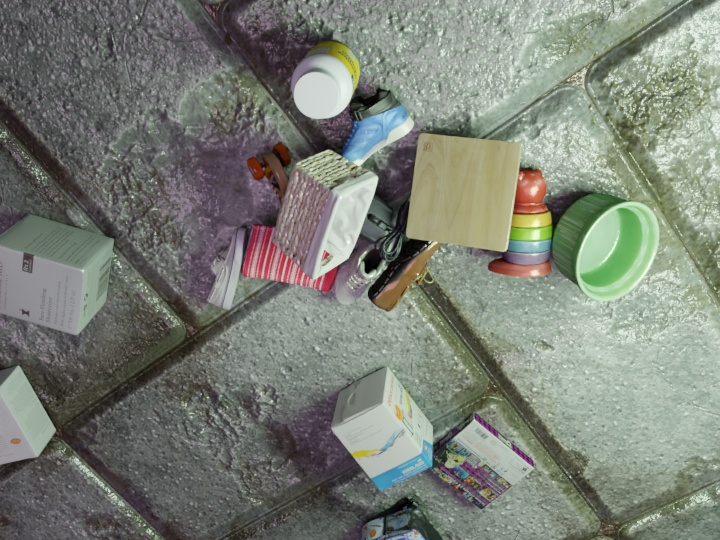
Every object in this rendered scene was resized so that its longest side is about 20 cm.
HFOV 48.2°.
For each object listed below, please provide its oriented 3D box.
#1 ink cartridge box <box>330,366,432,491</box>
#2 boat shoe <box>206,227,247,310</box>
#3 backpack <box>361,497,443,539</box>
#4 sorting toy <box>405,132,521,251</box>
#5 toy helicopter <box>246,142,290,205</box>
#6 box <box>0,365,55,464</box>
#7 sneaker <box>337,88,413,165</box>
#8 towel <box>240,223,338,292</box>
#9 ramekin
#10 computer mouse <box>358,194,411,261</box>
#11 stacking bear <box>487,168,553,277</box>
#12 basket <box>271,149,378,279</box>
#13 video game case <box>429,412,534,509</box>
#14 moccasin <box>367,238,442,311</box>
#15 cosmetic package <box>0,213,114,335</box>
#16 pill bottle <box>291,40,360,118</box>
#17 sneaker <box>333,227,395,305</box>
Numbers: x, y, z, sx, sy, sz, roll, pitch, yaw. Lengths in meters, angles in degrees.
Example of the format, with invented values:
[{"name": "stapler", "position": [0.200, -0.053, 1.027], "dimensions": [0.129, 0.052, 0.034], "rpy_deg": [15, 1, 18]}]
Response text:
[{"name": "ink cartridge box", "position": [0.052, 0.354, 1.812], "dimensions": [0.144, 0.148, 0.201], "rpy_deg": [-30, 110, 19]}, {"name": "boat shoe", "position": [-0.288, -0.007, 1.721], "dimensions": [0.065, 0.072, 0.201], "rpy_deg": [15, 125, -6]}, {"name": "backpack", "position": [0.094, 0.687, 1.978], "dimensions": [0.189, 0.155, 0.201], "rpy_deg": [-19, 116, 27]}, {"name": "sorting toy", "position": [0.202, -0.150, 1.544], "dimensions": [0.197, 0.069, 0.203], "rpy_deg": [9, 95, 19]}, {"name": "toy helicopter", "position": [-0.148, -0.146, 1.611], "dimensions": [0.078, 0.132, 0.201], "rpy_deg": [-29, 133, -15]}, {"name": "box", "position": [-0.864, 0.354, 1.943], "dimensions": [0.151, 0.107, 0.202], "rpy_deg": [-14, 114, 13]}, {"name": "sneaker", "position": [-0.007, -0.271, 1.548], "dimensions": [0.199, 0.077, 0.112], "rpy_deg": [-31, 115, 15]}, {"name": "towel", "position": [-0.140, -0.024, 1.678], "dimensions": [0.198, 0.023, 0.145], "rpy_deg": [11, 131, -14]}, {"name": "ramekin", "position": [0.466, -0.051, 1.552], "dimensions": [0.198, 0.098, 0.202], "rpy_deg": [-11, 117, -23]}, {"name": "computer mouse", "position": [0.008, -0.120, 1.599], "dimensions": [0.199, 0.053, 0.140], "rpy_deg": [28, 89, 13]}, {"name": "stacking bear", "position": [0.324, -0.098, 1.580], "dimensions": [0.120, 0.113, 0.202], "rpy_deg": [-11, 107, -29]}, {"name": "basket", "position": [-0.072, -0.110, 1.520], "dimensions": [0.123, 0.135, 0.201], "rpy_deg": [34, 128, 19]}, {"name": "video game case", "position": [0.276, 0.452, 1.896], "dimensions": [0.199, 0.036, 0.181], "rpy_deg": [39, 114, -12]}, {"name": "moccasin", "position": [0.103, 0.002, 1.632], "dimensions": [0.077, 0.074, 0.202], "rpy_deg": [33, 100, -28]}, {"name": "cosmetic package", "position": [-0.657, 0.006, 1.714], "dimensions": [0.198, 0.165, 0.166], "rpy_deg": [15, 116, -1]}, {"name": "pill bottle", "position": [-0.064, -0.341, 1.453], "dimensions": [0.111, 0.201, 0.113], "rpy_deg": [3, 117, 5]}, {"name": "sneaker", "position": [0.000, 0.000, 1.670], "dimensions": [0.077, 0.100, 0.201], "rpy_deg": [29, 116, -8]}]
